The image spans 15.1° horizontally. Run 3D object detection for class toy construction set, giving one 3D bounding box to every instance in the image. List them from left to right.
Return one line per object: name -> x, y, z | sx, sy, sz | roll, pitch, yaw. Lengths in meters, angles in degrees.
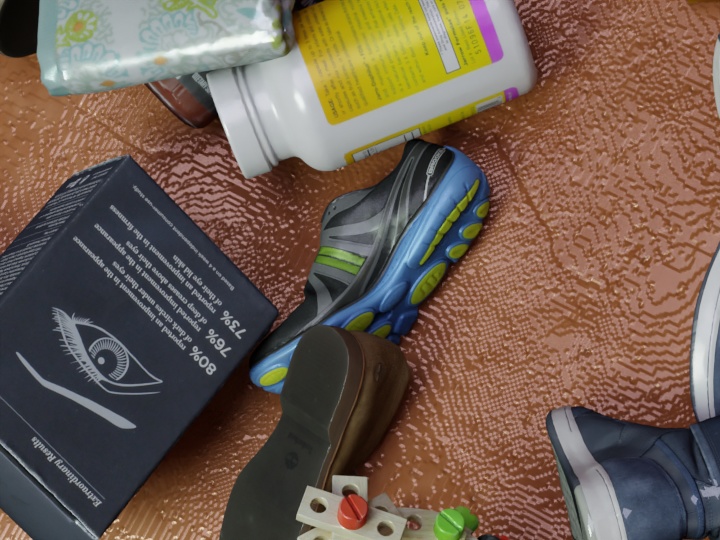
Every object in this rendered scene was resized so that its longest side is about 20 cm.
toy construction set -> 0.021, 0.178, 1.641 | 0.131, 0.200, 0.092 | 33, 72, 15

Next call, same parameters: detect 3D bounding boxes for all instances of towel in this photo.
towel -> -0.122, -0.214, 1.748 | 0.170, 0.048, 0.201 | -10, 64, 24

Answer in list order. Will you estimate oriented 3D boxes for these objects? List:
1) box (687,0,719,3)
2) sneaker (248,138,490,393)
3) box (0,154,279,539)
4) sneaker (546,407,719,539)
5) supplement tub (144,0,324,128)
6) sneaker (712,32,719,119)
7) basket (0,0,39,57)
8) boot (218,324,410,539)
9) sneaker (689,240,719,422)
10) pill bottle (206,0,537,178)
box -> 0.270, -0.272, 1.744 | 0.118, 0.041, 0.202 | 1, 79, 19
sneaker -> 0.000, 0.000, 1.759 | 0.200, 0.071, 0.083 | -50, 53, 0
box -> -0.175, 0.052, 1.711 | 0.148, 0.104, 0.200 | 47, 66, -15
sneaker -> 0.190, 0.116, 1.609 | 0.145, 0.202, 0.077 | -16, 104, -1
supplement tub -> -0.070, -0.195, 1.804 | 0.200, 0.107, 0.107 | -42, 67, 5
sneaker -> 0.247, -0.063, 1.608 | 0.073, 0.071, 0.201 | -28, 52, 13
basket -> -0.275, -0.252, 1.878 | 0.200, 0.136, 0.180 | 41, 78, 18
boot -> -0.027, 0.130, 1.731 | 0.074, 0.075, 0.201 | 39, 111, 39
sneaker -> 0.287, 0.013, 1.646 | 0.145, 0.077, 0.204 | 15, 81, 24
pill bottle -> 0.006, -0.129, 1.746 | 0.199, 0.104, 0.105 | -21, 70, 1
